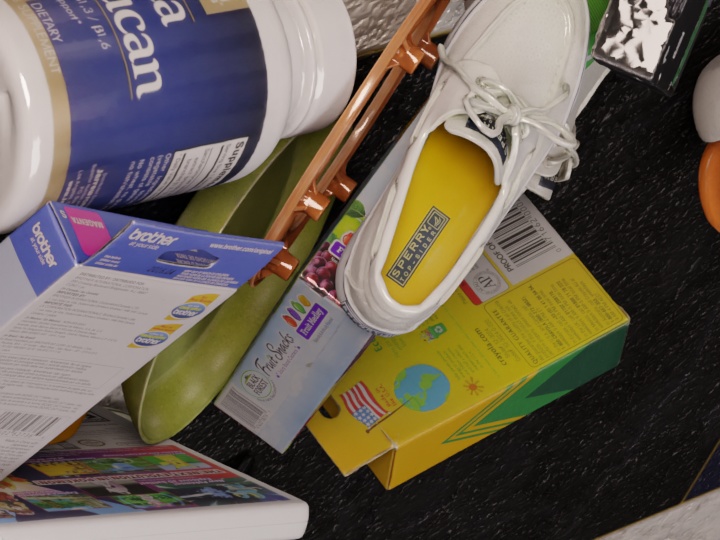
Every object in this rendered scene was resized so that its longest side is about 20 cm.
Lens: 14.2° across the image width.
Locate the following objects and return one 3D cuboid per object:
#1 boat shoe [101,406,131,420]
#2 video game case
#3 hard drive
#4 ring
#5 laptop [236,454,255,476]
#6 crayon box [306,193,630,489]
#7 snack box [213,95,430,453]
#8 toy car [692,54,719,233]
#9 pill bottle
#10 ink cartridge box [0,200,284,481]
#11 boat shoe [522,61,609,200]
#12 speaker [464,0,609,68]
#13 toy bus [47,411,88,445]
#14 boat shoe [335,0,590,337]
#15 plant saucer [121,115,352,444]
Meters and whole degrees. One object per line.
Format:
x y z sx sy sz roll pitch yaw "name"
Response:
-0.178 0.119 1.581 0.200 0.062 0.075 -2 134 -53 "boat shoe"
-0.157 0.105 1.448 0.200 0.182 0.023 0 104 -44 "video game case"
0.162 -0.160 1.449 0.200 0.038 0.140 -10 122 -80 "hard drive"
0.005 -0.074 1.427 0.201 0.019 0.200 -56 179 -2 "ring"
-0.172 0.211 1.792 0.200 0.116 0.188 -55 169 -39 "laptop"
0.037 0.040 1.658 0.200 0.127 0.051 -26 151 -22 "crayon box"
0.000 0.000 1.502 0.142 0.053 0.200 -56 -179 -26 "snack box"
0.298 -0.084 1.791 0.200 0.175 0.150 -34 -172 -10 "toy car"
-0.101 -0.087 1.297 0.200 0.111 0.111 -15 145 -40 "pill bottle"
-0.141 0.027 1.287 0.200 0.042 0.119 -36 157 25 "ink cartridge box"
0.092 -0.071 1.614 0.200 0.070 0.071 -44 153 11 "boat shoe"
0.105 -0.186 1.434 0.088 0.089 0.200 -25 151 -26 "speaker"
-0.204 0.045 1.405 0.200 0.078 0.065 2 124 -53 "toy bus"
0.056 -0.063 1.361 0.202 0.075 0.086 -57 -171 -13 "boat shoe"
-0.070 -0.003 1.495 0.200 0.031 0.200 -56 167 -19 "plant saucer"
